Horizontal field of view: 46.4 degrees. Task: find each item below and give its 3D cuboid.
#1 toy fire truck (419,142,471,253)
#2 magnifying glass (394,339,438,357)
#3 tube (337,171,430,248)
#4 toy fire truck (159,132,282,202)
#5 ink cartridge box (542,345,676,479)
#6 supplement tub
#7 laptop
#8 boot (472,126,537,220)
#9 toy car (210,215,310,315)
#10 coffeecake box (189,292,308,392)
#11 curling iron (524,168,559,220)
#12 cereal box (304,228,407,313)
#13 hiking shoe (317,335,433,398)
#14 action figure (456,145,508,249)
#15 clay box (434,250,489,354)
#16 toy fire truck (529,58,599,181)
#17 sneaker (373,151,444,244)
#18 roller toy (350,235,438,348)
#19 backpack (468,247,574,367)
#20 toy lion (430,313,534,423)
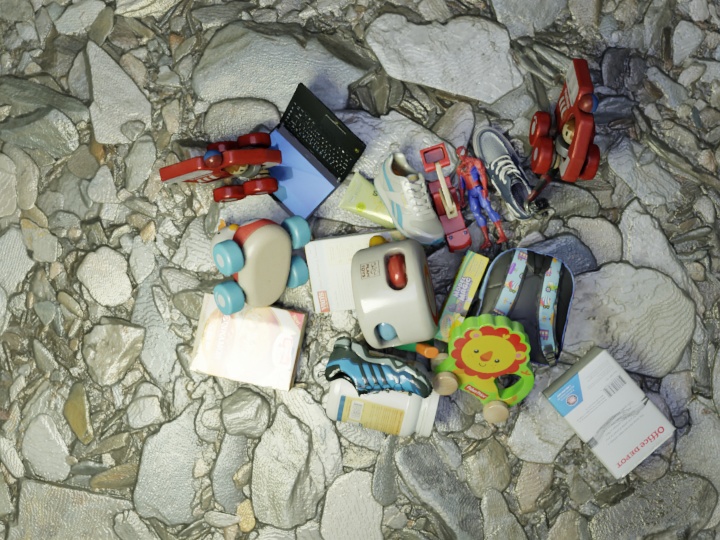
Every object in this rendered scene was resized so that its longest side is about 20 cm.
[{"bbox_3d":[0.163,-0.131,1.579,0.048,0.141,0.201,-18,89,3],"label":"toy fire truck"},{"bbox_3d":[0.109,0.140,1.554,0.079,0.200,0.023,0,93,-8],"label":"magnifying glass"},{"bbox_3d":[0.058,-0.110,1.634,0.199,0.052,0.058,30,49,7],"label":"tube"},{"bbox_3d":[-0.255,-0.193,1.576,0.199,0.168,0.113,-9,90,36],"label":"toy fire truck"},{"bbox_3d":[0.467,0.266,1.589,0.145,0.084,0.200,-41,88,2],"label":"ink cartridge box"},{"bbox_3d":[0.045,0.231,1.584,0.199,0.145,0.146,13,91,3],"label":"supplement tub"},{"bbox_3d":[-0.114,-0.221,1.614,0.177,0.200,0.103,44,54,2],"label":"laptop"},{"bbox_3d":[0.281,-0.190,1.597,0.072,0.090,0.201,-31,88,3],"label":"boot"},{"bbox_3d":[-0.226,-0.044,1.596,0.200,0.184,0.178,37,136,36],"label":"toy car"},{"bbox_3d":[-0.216,0.138,1.637,0.199,0.073,0.155,12,90,3],"label":"coffeecake box"},{"bbox_3d":[0.353,-0.163,1.573,0.050,0.026,0.200,45,50,-15],"label":"curling iron"},{"bbox_3d":[0.000,0.000,1.619,0.199,0.040,0.145,-6,102,9],"label":"cereal box"},{"bbox_3d":[0.030,0.194,1.487,0.199,0.075,0.087,21,68,19],"label":"hiking shoe"},{"bbox_3d":[0.224,-0.144,1.616,0.065,0.052,0.201,-21,87,44],"label":"action figure"},{"bbox_3d":[0.182,0.063,1.591,0.047,0.115,0.201,24,91,4],"label":"clay box"},{"bbox_3d":[0.383,-0.268,1.525,0.111,0.201,0.169,8,134,-1],"label":"toy fire truck"},{"bbox_3d":[0.094,-0.133,1.576,0.076,0.081,0.200,-17,60,-33],"label":"sneaker"},{"bbox_3d":[0.056,0.041,1.506,0.139,0.182,0.201,-11,100,10],"label":"roller toy"},{"bbox_3d":[0.302,0.062,1.574,0.181,0.135,0.201,14,91,4],"label":"backpack"},{"bbox_3d":[0.233,0.166,1.500,0.199,0.069,0.192,31,124,-22],"label":"toy lion"}]
